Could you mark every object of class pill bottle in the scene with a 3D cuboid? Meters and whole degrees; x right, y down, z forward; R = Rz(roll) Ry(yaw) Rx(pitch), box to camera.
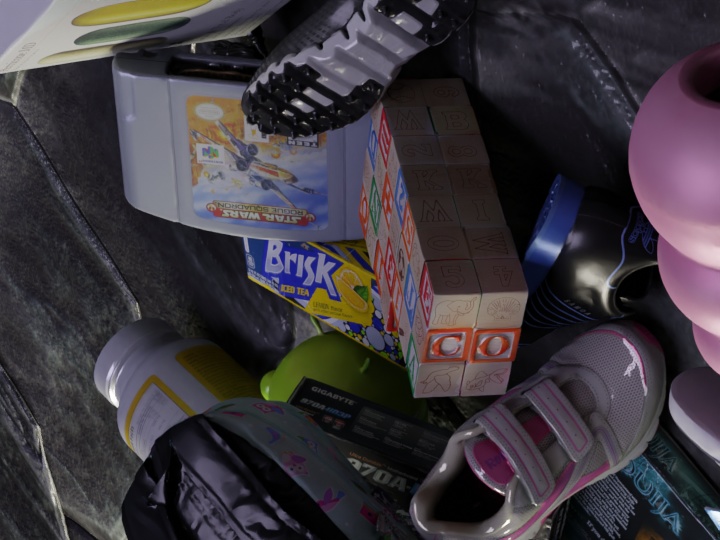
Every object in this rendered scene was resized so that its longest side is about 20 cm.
[{"bbox_3d":[-0.128,0.126,1.689,0.200,0.112,0.112,40,143,33],"label":"pill bottle"}]

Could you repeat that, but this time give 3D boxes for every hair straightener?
[{"bbox_3d":[-0.066,-0.146,1.469,0.200,0.041,0.077,15,120,57],"label":"hair straightener"}]

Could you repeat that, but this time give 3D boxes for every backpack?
[{"bbox_3d":[-0.055,0.177,1.320,0.200,0.127,0.167,47,108,12],"label":"backpack"}]

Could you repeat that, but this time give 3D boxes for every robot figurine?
[{"bbox_3d":[-0.007,0.130,1.509,0.175,0.116,0.200,34,139,45],"label":"robot figurine"}]

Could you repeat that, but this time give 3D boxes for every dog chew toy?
[{"bbox_3d":[0.207,-0.020,1.080,0.124,0.124,0.200,29,144,42],"label":"dog chew toy"}]

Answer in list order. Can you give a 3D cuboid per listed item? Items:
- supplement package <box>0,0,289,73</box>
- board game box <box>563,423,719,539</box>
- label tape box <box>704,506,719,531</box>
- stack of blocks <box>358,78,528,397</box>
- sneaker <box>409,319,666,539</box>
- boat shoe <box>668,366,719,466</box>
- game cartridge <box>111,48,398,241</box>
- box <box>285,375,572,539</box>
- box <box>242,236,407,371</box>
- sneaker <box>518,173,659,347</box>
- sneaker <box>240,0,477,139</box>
[{"bbox_3d":[-0.150,-0.230,1.334,0.152,0.200,0.151,-27,78,59],"label":"supplement package"},{"bbox_3d":[0.206,0.191,1.326,0.200,0.028,0.135,51,147,19],"label":"board game box"},{"bbox_3d":[0.271,0.230,1.157,0.143,0.066,0.200,9,143,45],"label":"label tape box"},{"bbox_3d":[0.047,-0.013,1.282,0.200,0.059,0.115,-103,15,-46],"label":"stack of blocks"},{"bbox_3d":[0.108,0.111,1.271,0.081,0.088,0.200,46,103,22],"label":"sneaker"},{"bbox_3d":[0.255,0.126,1.170,0.200,0.072,0.066,30,132,30],"label":"boat shoe"},{"bbox_3d":[-0.065,-0.081,1.395,0.200,0.042,0.133,6,127,7],"label":"game cartridge"},{"bbox_3d":[0.034,0.175,1.410,0.200,0.046,0.159,19,131,14],"label":"box"},{"bbox_3d":[0.000,0.000,1.449,0.200,0.064,0.070,28,136,42],"label":"box"},{"bbox_3d":[0.131,0.008,1.260,0.078,0.070,0.200,22,160,1],"label":"sneaker"},{"bbox_3d":[0.001,-0.155,1.289,0.066,0.091,0.200,32,134,-26],"label":"sneaker"}]
